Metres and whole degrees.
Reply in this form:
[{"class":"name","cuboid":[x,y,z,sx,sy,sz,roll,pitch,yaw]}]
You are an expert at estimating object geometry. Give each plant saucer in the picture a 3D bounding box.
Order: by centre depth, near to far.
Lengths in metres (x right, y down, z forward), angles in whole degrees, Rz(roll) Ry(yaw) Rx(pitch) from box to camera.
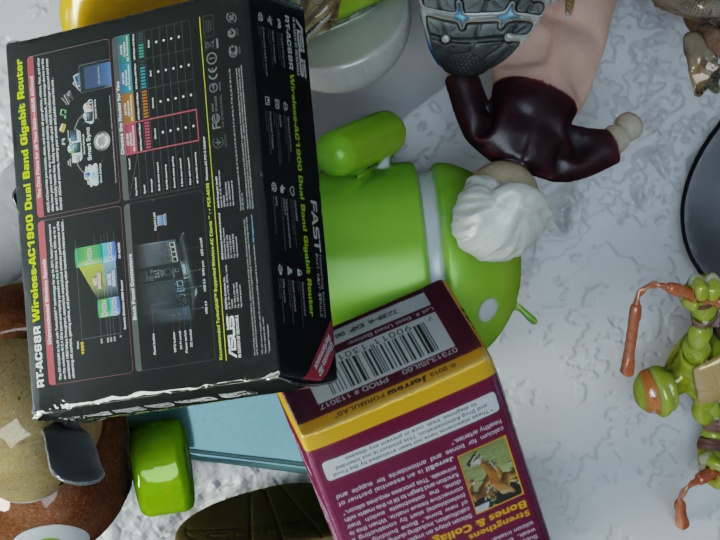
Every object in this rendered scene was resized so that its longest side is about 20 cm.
[{"class":"plant saucer","cuboid":[-0.108,0.078,1.493,0.199,0.019,0.070,7,100,-4]}]

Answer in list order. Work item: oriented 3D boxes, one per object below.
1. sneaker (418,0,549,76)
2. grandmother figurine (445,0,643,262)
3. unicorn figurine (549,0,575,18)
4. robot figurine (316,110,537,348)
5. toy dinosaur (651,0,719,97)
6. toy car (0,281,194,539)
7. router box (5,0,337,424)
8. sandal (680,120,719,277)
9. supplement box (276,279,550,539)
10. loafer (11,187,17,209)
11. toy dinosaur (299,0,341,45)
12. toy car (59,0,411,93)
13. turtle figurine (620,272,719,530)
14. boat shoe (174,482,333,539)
[{"class":"sneaker","cuboid":[0.069,-0.196,1.390,0.078,0.090,0.201,9,72,-5]},{"class":"grandmother figurine","cuboid":[0.098,-0.092,1.401,0.121,0.061,0.201,19,63,2]},{"class":"unicorn figurine","cuboid":[0.152,-0.227,1.410,0.137,0.074,0.201,-7,75,-11]},{"class":"robot figurine","cuboid":[0.000,0.000,1.432,0.199,0.116,0.176,-5,102,-2]},{"class":"toy dinosaur","cuboid":[0.221,-0.153,1.384,0.199,0.136,0.086,4,120,-13]},{"class":"toy car","cuboid":[-0.183,0.098,1.383,0.163,0.200,0.159,-9,101,0]},{"class":"router box","cuboid":[-0.097,-0.030,1.281,0.149,0.062,0.201,-9,81,27]},{"class":"sandal","cuboid":[0.244,-0.079,1.463,0.076,0.043,0.201,22,99,-6]},{"class":"supplement box","cuboid":[0.034,0.121,1.384,0.110,0.086,0.201,-22,124,-4]},{"class":"loafer","cuboid":[-0.128,0.004,1.379,0.070,0.201,0.068,-11,127,-27]},{"class":"toy dinosaur","cuboid":[0.031,-0.192,1.285,0.199,0.101,0.058,-30,58,12]},{"class":"toy car","cuboid":[-0.071,-0.184,1.385,0.199,0.150,0.175,-17,134,5]},{"class":"turtle figurine","cuboid":[0.223,0.056,1.472,0.161,0.064,0.201,-20,129,-6]},{"class":"boat shoe","cuboid":[-0.008,0.163,1.487,0.200,0.073,0.063,-9,114,-10]}]
